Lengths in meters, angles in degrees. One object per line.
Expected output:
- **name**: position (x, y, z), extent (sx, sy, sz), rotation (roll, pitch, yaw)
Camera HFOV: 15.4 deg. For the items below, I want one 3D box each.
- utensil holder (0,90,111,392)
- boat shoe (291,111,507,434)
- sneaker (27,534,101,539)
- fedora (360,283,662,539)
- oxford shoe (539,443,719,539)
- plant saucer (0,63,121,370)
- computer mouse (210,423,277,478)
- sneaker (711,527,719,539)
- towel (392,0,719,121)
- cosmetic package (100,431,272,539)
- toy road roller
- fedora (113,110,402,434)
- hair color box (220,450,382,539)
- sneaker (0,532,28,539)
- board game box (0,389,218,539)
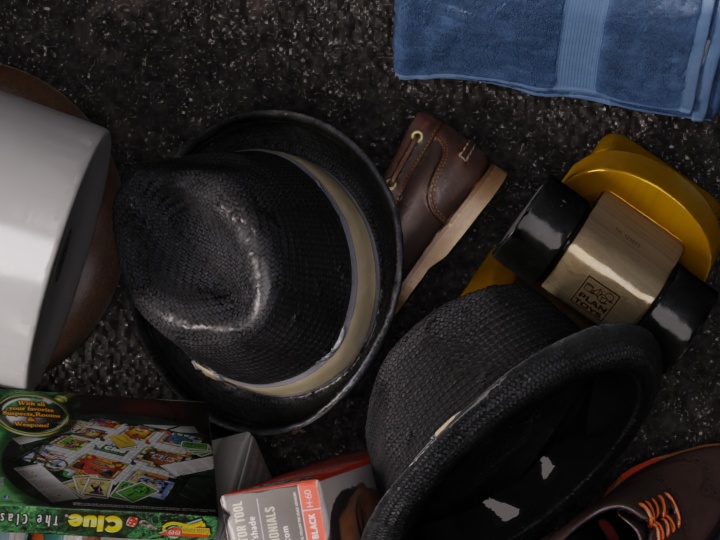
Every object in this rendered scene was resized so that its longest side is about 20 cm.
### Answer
- **utensil holder**: position (-0.257, -0.034, 1.495), extent (0.199, 0.170, 0.171), rotation (17, 94, 0)
- **boat shoe**: position (0.000, 0.000, 1.556), extent (0.070, 0.070, 0.200), rotation (37, 87, -6)
- **sneaker**: position (-0.188, 0.177, 1.548), extent (0.080, 0.071, 0.201), rotation (19, 89, 24)
- **fedora**: position (0.065, 0.077, 1.439), extent (0.200, 0.201, 0.092), rotation (-38, 62, 5)
- **oxford shoe**: position (0.162, 0.153, 1.513), extent (0.200, 0.073, 0.071), rotation (-30, 85, -30)
- **plant saucer**: position (-0.240, -0.026, 1.590), extent (0.199, 0.032, 0.201), rotation (0, 94, 3)
- **computer mouse**: position (-0.126, 0.186, 1.588), extent (0.110, 0.044, 0.200), rotation (38, 95, 0)
- **sneaker**: position (0.295, 0.190, 1.541), extent (0.146, 0.081, 0.200), rotation (-46, 104, -8)
- **towel**: position (0.116, -0.143, 1.520), extent (0.199, 0.112, 0.049), rotation (11, 53, 4)
- **cosmetic package**: position (-0.073, 0.205, 1.509), extent (0.090, 0.107, 0.201), rotation (-13, 124, 19)
- **toy road roller**: position (0.132, 0.013, 1.537), extent (0.123, 0.146, 0.200), rotation (35, 132, 1)
- **fedora**: position (-0.075, -0.008, 1.497), extent (0.200, 0.091, 0.202), rotation (-9, 73, 32)
- **hair color box**: position (-0.010, 0.159, 1.494), extent (0.061, 0.200, 0.102), rotation (-10, 90, 18)
- **sneaker**: position (-0.289, 0.107, 1.490), extent (0.199, 0.131, 0.080), rotation (28, 95, 16)
- **board game box**: position (-0.179, 0.102, 1.431), extent (0.199, 0.105, 0.024), rotation (4, 126, -9)
